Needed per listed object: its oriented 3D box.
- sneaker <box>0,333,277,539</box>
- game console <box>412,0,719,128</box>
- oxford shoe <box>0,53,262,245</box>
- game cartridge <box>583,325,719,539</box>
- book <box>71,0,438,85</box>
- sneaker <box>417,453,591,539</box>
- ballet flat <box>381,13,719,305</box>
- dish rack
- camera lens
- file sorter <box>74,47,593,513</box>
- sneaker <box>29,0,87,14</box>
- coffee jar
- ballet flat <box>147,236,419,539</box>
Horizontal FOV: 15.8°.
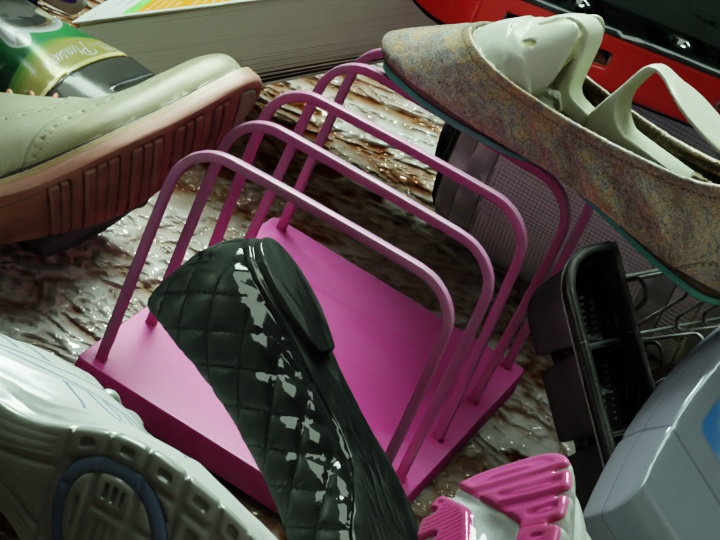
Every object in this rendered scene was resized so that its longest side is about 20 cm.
[{"bbox_3d":[-0.104,0.066,0.941,0.200,0.075,0.087,32,21,10],"label":"sneaker"},{"bbox_3d":[0.120,-0.131,1.204,0.199,0.031,0.177,21,30,-6],"label":"game console"},{"bbox_3d":[-0.134,-0.052,1.027,0.199,0.071,0.074,-24,72,-21],"label":"oxford shoe"},{"bbox_3d":[0.179,0.084,1.063,0.200,0.040,0.134,-39,96,-37],"label":"game cartridge"},{"bbox_3d":[-0.025,-0.132,1.276,0.199,0.048,0.134,-8,19,16],"label":"book"},{"bbox_3d":[0.059,0.160,0.897,0.088,0.081,0.200,53,36,-28],"label":"sneaker"},{"bbox_3d":[0.097,-0.066,1.077,0.200,0.067,0.068,36,29,20],"label":"ballet flat"},{"bbox_3d":[0.166,0.058,1.115,0.199,0.054,0.154,-9,82,-35],"label":"dish rack"},{"bbox_3d":[0.147,-0.049,1.272,0.200,0.160,0.160,30,26,8],"label":"camera lens"},{"bbox_3d":[0.000,0.000,1.090,0.139,0.126,0.200,31,26,10],"label":"file sorter"},{"bbox_3d":[-0.162,-0.170,1.254,0.146,0.081,0.200,48,0,-39],"label":"sneaker"},{"bbox_3d":[-0.180,-0.086,1.130,0.200,0.086,0.104,31,20,12],"label":"coffee jar"},{"bbox_3d":[-0.020,0.082,0.959,0.066,0.057,0.201,17,48,-63],"label":"ballet flat"}]
